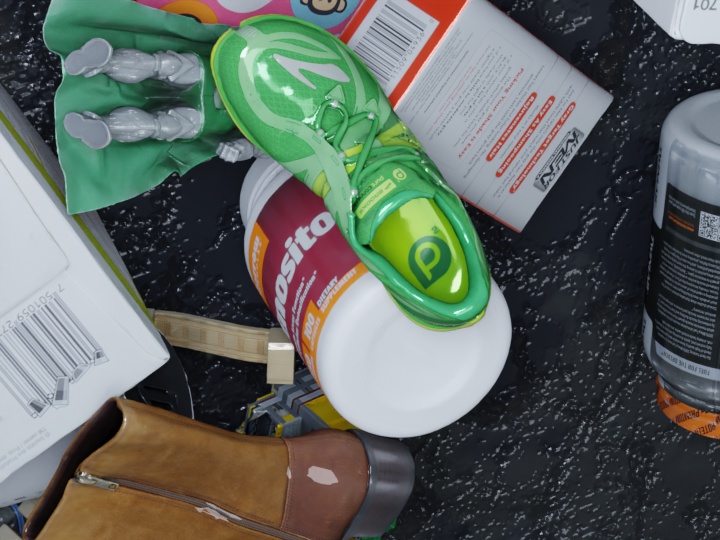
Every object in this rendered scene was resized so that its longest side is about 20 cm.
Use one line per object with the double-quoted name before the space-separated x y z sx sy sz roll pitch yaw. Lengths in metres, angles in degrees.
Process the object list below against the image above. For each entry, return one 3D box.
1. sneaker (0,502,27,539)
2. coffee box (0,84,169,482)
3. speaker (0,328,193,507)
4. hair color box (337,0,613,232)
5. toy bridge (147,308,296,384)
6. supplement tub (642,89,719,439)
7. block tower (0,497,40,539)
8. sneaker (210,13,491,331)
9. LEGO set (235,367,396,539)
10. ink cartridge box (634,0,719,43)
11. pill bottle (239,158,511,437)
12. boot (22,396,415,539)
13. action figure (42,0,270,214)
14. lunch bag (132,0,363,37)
"sneaker" -0.256 0.208 1.625 0.076 0.077 0.200 15 110 -49
"coffee box" -0.252 -0.008 1.432 0.200 0.198 0.200 -35 123 0
"speaker" -0.196 0.092 1.531 0.200 0.081 0.081 -17 128 23
"hair color box" 0.058 -0.099 1.520 0.102 0.061 0.200 -55 149 4
"toy bridge" -0.130 0.042 1.582 0.199 0.067 0.027 2 106 -1
"supplement tub" 0.240 -0.002 1.686 0.122 0.123 0.200 -8 120 -19
"block tower" -0.171 0.160 1.564 0.200 0.054 0.058 -52 139 -3
"sneaker" 0.005 -0.053 1.382 0.074 0.084 0.200 -42 100 -6
"LEGO set" -0.062 0.154 1.647 0.154 0.116 0.200 -28 141 -31
"ink cartridge box" 0.202 -0.204 1.509 0.146 0.200 0.086 -1 118 -22
"pill bottle" 0.000 0.000 1.540 0.113 0.200 0.113 -10 120 -17
"boot" -0.090 0.156 1.470 0.200 0.069 0.188 8 131 -36
"action figure" -0.081 -0.092 1.422 0.200 0.055 0.118 -6 99 -54
"lunch bag" -0.050 -0.160 1.507 0.200 0.082 0.176 10 118 -29
